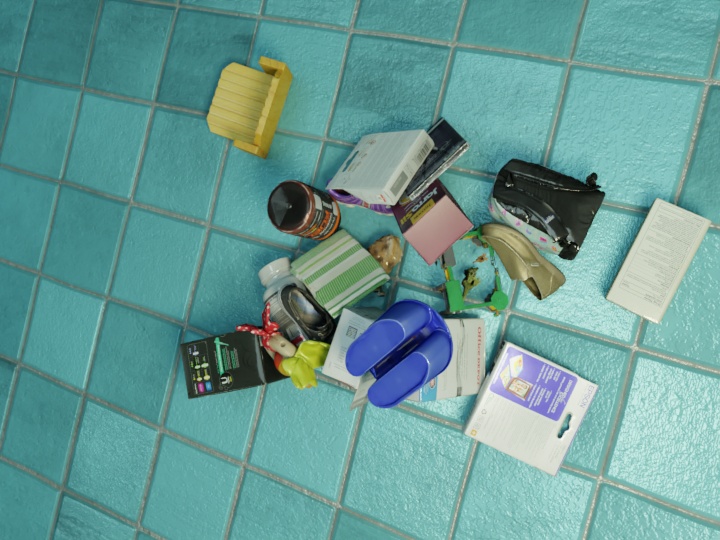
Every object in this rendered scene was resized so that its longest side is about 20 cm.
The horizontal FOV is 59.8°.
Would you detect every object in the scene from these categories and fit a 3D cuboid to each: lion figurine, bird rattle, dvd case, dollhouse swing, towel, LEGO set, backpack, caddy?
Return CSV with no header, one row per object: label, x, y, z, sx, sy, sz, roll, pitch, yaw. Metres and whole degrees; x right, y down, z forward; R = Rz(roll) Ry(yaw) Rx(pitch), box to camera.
lion figurine,0.000,0.000,1.337,0.196,0.072,0.125,-13,70,25
bird rattle,-0.153,0.169,1.246,0.197,0.164,0.113,25,61,19
dvd case,0.135,-0.226,1.250,0.148,0.201,0.016,-43,114,14
dollhouse swing,-0.268,-0.382,1.413,0.173,0.182,0.204,21,95,0
towel,-0.046,0.003,1.283,0.151,0.024,0.200,-34,42,-11
LEGO set,0.206,0.008,1.258,0.151,0.116,0.204,-17,84,-12
backpack,0.337,-0.117,1.181,0.197,0.127,0.168,26,67,15
caddy,0.068,0.140,1.069,0.142,0.104,0.200,53,128,9

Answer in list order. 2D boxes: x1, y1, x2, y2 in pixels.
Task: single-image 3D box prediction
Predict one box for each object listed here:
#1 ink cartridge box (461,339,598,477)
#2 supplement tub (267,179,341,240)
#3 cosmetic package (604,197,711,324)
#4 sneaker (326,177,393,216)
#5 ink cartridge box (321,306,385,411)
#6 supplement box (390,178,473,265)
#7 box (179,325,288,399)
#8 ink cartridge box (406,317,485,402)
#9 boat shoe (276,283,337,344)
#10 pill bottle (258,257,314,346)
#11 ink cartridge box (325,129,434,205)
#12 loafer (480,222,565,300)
ink cartridge box,0.324,0.264,1.203,0.197,0.043,0.201,25,96,0
supplement tub,-0.107,-0.121,1.313,0.105,0.199,0.110,-1,87,20
cosmetic package,0.535,-0.016,1.137,0.104,0.071,0.203,29,97,19
sneaker,0.017,-0.163,1.332,0.196,0.083,0.083,5,89,20
ink cartridge box,0.005,0.170,1.254,0.082,0.200,0.179,21,94,19
supplement box,0.130,-0.111,1.207,0.110,0.201,0.086,-41,112,13
box,-0.271,0.199,1.383,0.196,0.148,0.127,-14,83,19
ink cartridge box,0.150,0.164,1.197,0.083,0.198,0.149,-1,86,45
boat shoe,-0.086,0.104,1.261,0.070,0.066,0.201,-45,108,-22
pill bottle,-0.146,0.079,1.364,0.110,0.110,0.203,-31,77,16
ink cartridge box,0.036,-0.209,1.279,0.198,0.050,0.164,8,59,53
loafer,0.302,-0.016,1.184,0.199,0.076,0.068,37,81,-8
